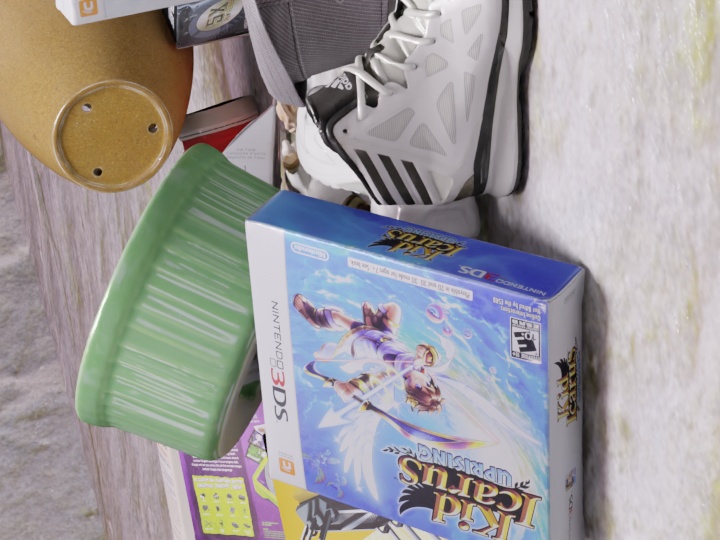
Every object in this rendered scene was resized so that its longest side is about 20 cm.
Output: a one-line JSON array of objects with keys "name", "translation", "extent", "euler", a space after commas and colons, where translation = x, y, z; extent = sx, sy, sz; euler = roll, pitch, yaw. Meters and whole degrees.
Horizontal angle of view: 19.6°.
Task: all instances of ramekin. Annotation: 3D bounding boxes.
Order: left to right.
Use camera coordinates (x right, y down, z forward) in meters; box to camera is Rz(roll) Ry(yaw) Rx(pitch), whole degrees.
[{"name": "ramekin", "translation": [-0.100, 0.027, 1.373], "extent": [0.200, 0.097, 0.202], "euler": [24, -90, -84]}]

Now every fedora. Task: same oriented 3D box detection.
[{"name": "fedora", "translation": [-0.028, -0.203, 1.265], "extent": [0.177, 0.089, 0.202], "euler": [-69, -32, -79]}]

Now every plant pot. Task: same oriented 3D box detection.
[{"name": "plant pot", "translation": [-0.206, -0.145, 1.636], "extent": [0.200, 0.185, 0.188], "euler": [-118, 21, -58]}]

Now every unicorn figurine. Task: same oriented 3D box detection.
[{"name": "unicorn figurine", "translation": [-0.025, -0.030, 1.498], "extent": [0.137, 0.073, 0.202], "euler": [113, 157, -80]}]

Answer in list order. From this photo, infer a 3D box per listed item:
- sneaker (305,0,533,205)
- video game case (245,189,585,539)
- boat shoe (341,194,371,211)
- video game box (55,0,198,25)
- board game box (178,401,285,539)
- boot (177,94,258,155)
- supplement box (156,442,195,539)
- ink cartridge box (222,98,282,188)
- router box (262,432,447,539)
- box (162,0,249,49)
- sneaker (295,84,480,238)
[{"name": "sneaker", "translation": [0.028, -0.119, 1.126], "extent": [0.076, 0.114, 0.202], "euler": [-126, 28, -55]}, {"name": "video game case", "translation": [0.031, 0.063, 1.185], "extent": [0.199, 0.045, 0.183], "euler": [15, 126, 30]}, {"name": "boat shoe", "translation": [0.000, 0.000, 1.326], "extent": [0.072, 0.067, 0.200], "euler": [-59, -1, 7]}, {"name": "video game box", "translation": [-0.109, -0.266, 1.343], "extent": [0.047, 0.198, 0.184], "euler": [-128, 29, -54]}, {"name": "board game box", "translation": [-0.050, 0.137, 1.464], "extent": [0.199, 0.032, 0.121], "euler": [-1, 107, 41]}, {"name": "boot", "translation": [-0.109, -0.065, 1.760], "extent": [0.200, 0.072, 0.146], "euler": [138, 118, -81]}, {"name": "supplement box", "translation": [-0.106, 0.209, 1.853], "extent": [0.073, 0.125, 0.202], "euler": [-146, 46, -70]}, {"name": "ink cartridge box", "translation": [-0.085, -0.048, 1.586], "extent": [0.162, 0.050, 0.201], "euler": [92, 177, -50]}, {"name": "router box", "translation": [0.030, 0.167, 1.325], "extent": [0.199, 0.052, 0.159], "euler": [-13, 90, 50]}, {"name": "box", "translation": [-0.121, -0.299, 1.576], "extent": [0.201, 0.085, 0.165], "euler": [100, 152, -54]}, {"name": "sneaker", "translation": [0.020, -0.091, 1.287], "extent": [0.200, 0.077, 0.100], "euler": [40, 132, 54]}]
